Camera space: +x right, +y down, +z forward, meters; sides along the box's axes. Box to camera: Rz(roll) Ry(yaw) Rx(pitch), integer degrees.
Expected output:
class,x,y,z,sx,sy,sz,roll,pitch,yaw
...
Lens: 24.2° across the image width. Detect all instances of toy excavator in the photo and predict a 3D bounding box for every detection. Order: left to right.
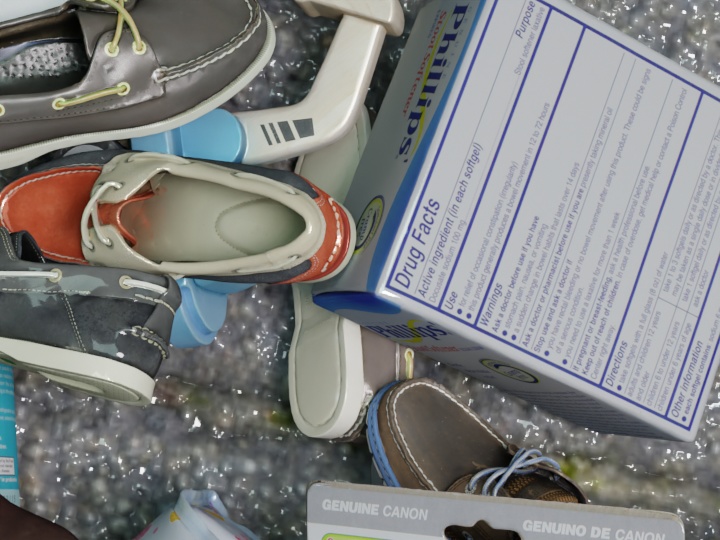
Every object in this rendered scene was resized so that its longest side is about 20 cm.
class,x,y,z,sx,sy,sz,roll,pitch,yaw
toy excavator,-0.066,-0.060,0.937,0.199,0.100,0.196,-8,83,9

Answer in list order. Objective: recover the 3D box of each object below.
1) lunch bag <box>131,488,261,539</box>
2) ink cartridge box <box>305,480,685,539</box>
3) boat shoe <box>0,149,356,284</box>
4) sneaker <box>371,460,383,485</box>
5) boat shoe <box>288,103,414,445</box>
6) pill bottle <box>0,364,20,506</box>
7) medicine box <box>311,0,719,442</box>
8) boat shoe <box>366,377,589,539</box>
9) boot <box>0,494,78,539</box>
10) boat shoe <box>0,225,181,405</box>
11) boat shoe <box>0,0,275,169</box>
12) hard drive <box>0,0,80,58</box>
class,x,y,z,sx,sy,sz,roll,pitch,yaw
lunch bag,-0.105,0.209,0.860,0.127,0.200,0.170,42,84,8
ink cartridge box,0.077,0.184,0.788,0.199,0.084,0.177,2,96,31
boat shoe,-0.103,-0.025,0.851,0.199,0.063,0.072,6,89,18
sneaker,0.090,0.175,0.931,0.111,0.073,0.201,-21,76,-16
boat shoe,0.000,0.000,0.959,0.059,0.072,0.201,15,66,-36
pill bottle,-0.248,0.060,0.933,0.110,0.111,0.201,-4,81,1
medicine box,0.104,-0.030,0.899,0.199,0.103,0.183,25,78,-17
boat shoe,0.083,0.127,0.871,0.072,0.072,0.200,-34,76,-31
boot,-0.222,0.077,0.803,0.199,0.072,0.167,12,118,11
boat shoe,-0.186,0.011,0.844,0.199,0.072,0.068,14,78,15
boat shoe,-0.141,-0.107,0.871,0.200,0.061,0.072,-20,61,-7
hard drive,-0.157,-0.197,0.923,0.199,0.027,0.133,-24,75,-4
